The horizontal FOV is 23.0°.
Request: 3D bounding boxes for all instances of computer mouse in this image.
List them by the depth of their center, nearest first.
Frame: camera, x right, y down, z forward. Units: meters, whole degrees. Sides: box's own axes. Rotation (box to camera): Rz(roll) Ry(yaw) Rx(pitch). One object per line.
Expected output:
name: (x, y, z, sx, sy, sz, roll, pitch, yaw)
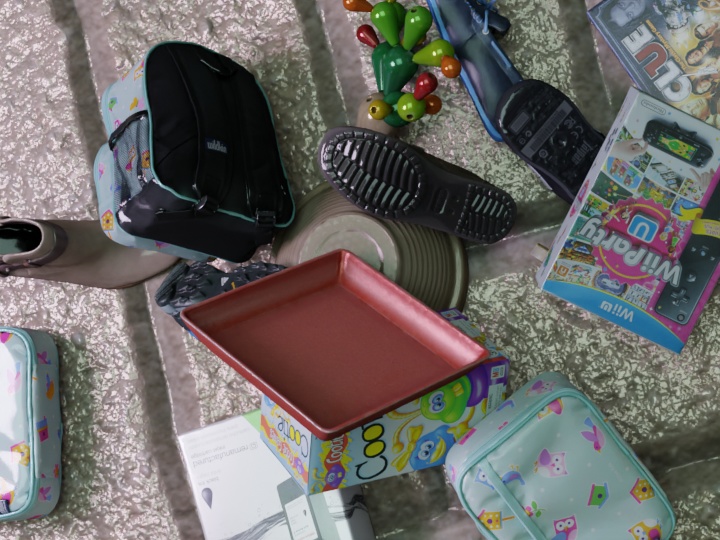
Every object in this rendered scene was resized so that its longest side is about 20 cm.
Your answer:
computer mouse: (0.191, -0.078, 1.678, 0.200, 0.046, 0.141, 36, 89, -7)

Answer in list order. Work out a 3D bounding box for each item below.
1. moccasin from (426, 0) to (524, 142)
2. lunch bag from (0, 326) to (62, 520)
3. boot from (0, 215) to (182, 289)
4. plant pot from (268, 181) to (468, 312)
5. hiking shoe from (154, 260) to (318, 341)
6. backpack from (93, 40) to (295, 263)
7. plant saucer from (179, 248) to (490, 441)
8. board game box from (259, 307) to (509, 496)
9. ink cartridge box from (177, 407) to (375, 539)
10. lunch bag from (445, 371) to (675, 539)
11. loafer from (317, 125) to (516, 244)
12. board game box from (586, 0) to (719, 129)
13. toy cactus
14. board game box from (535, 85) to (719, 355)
moccasin: (0.117, -0.224, 1.717, 0.068, 0.080, 0.201, -26, 93, 4)
lunch bag: (-0.385, 0.159, 1.777, 0.159, 0.077, 0.201, -3, 83, 13)
boot: (-0.289, -0.023, 1.747, 0.199, 0.146, 0.071, -7, 80, 12)
plant pot: (0.000, 0.000, 1.703, 0.200, 0.093, 0.202, -1, 84, 12)
hiking shoe: (-0.102, 0.040, 1.698, 0.199, 0.087, 0.075, 11, 58, 40)
backpack: (-0.167, -0.114, 1.712, 0.153, 0.175, 0.201, -32, 56, 44)
plant saucer: (-0.023, 0.068, 1.539, 0.200, 0.199, 0.037, 36, 132, 34)
board game box: (0.021, 0.116, 1.611, 0.105, 0.199, 0.104, 43, 136, 50)
ink cartridge box: (-0.073, 0.233, 1.697, 0.145, 0.084, 0.201, -19, 80, 11)
lunch bag: (0.180, 0.209, 1.603, 0.160, 0.077, 0.200, -39, 106, -2)
loafer: (0.048, -0.080, 1.668, 0.199, 0.071, 0.073, 24, 100, -16)
board game box: (0.325, -0.202, 1.676, 0.135, 0.035, 0.200, -35, 77, 8)
toy cactus: (0.024, -0.179, 1.698, 0.200, 0.102, 0.166, -113, 37, -48)
board game box: (0.270, -0.046, 1.621, 0.147, 0.064, 0.201, 25, 100, -5)
